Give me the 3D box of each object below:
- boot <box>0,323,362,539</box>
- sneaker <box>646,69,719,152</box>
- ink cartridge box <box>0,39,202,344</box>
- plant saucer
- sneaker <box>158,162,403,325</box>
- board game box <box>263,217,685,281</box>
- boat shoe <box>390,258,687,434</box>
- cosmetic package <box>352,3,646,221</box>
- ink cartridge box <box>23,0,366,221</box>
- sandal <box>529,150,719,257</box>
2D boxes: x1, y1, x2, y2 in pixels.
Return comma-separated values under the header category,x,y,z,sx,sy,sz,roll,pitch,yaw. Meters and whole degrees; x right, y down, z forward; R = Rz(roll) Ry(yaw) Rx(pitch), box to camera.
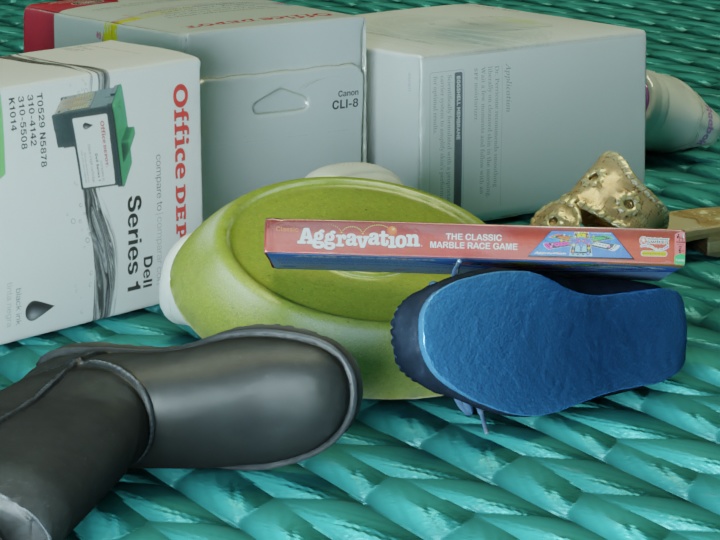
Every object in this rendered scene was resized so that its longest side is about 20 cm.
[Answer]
category,x,y,z,sx,sy,sz,roll,pitch,yaw
boot,-0.104,0.076,1.067,0.164,0.066,0.200,-6,8,19
sneaker,0.200,-0.120,1.940,0.099,0.075,0.200,14,6,-26
ink cartridge box,-0.183,-0.044,1.419,0.084,0.147,0.200,12,19,41
plant saucer,0.000,0.000,1.333,0.199,0.031,0.200,6,30,-3
sneaker,-0.020,-0.002,1.426,0.088,0.076,0.200,19,29,31
board game box,0.054,-0.010,1.243,0.199,0.020,0.103,2,-3,0
boat shoe,0.079,0.040,1.235,0.068,0.085,0.200,1,-6,43
cosmetic package,0.060,-0.111,1.752,0.199,0.123,0.199,-9,15,-36
ink cartridge box,-0.109,-0.102,1.667,0.145,0.145,0.200,-9,15,-35
sandal,0.160,-0.040,1.547,0.211,0.070,0.078,-8,15,-29
